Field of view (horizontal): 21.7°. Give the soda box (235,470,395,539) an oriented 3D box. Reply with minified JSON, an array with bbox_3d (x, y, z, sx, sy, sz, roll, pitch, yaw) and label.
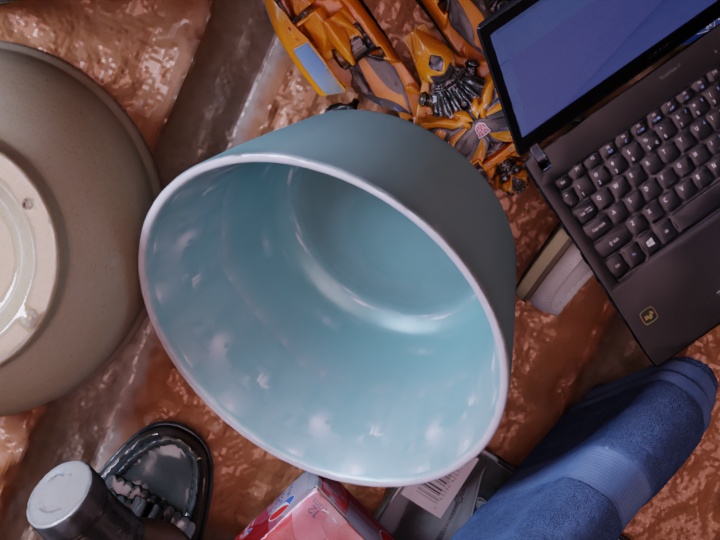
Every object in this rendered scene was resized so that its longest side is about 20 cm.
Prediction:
[{"bbox_3d":[0.021,0.199,0.997,0.070,0.063,0.200,-43,95,6],"label":"soda box"}]

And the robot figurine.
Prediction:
[{"bbox_3d":[0.027,-0.121,0.977,0.145,0.058,0.201,-36,96,4],"label":"robot figurine"}]

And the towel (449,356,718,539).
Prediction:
[{"bbox_3d":[0.099,0.125,0.942,0.049,0.112,0.200,50,61,-4],"label":"towel"}]

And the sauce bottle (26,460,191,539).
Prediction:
[{"bbox_3d":[-0.098,0.173,0.969,0.065,0.065,0.200,-38,126,3],"label":"sauce bottle"}]

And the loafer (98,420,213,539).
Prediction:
[{"bbox_3d":[-0.140,0.177,1.010,0.072,0.063,0.201,30,96,-5],"label":"loafer"}]

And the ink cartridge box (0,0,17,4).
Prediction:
[{"bbox_3d":[-0.171,-0.171,0.894,0.174,0.200,0.085,-13,99,0],"label":"ink cartridge box"}]

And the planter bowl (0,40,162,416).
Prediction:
[{"bbox_3d":[-0.202,-0.014,0.949,0.198,0.135,0.202,0,98,-1],"label":"planter bowl"}]

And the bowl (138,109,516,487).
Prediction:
[{"bbox_3d":[0.000,0.000,0.946,0.199,0.105,0.202,17,131,20],"label":"bowl"}]

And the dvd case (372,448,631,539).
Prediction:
[{"bbox_3d":[0.087,0.194,1.040,0.199,0.022,0.147,31,96,-6],"label":"dvd case"}]

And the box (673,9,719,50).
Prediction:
[{"bbox_3d":[0.131,-0.210,0.966,0.070,0.064,0.202,-17,98,1],"label":"box"}]

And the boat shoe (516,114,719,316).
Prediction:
[{"bbox_3d":[0.165,-0.045,0.983,0.068,0.075,0.200,43,94,-1],"label":"boat shoe"}]

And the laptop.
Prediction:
[{"bbox_3d":[0.171,-0.079,0.897,0.177,0.103,0.201,-34,97,-3],"label":"laptop"}]
